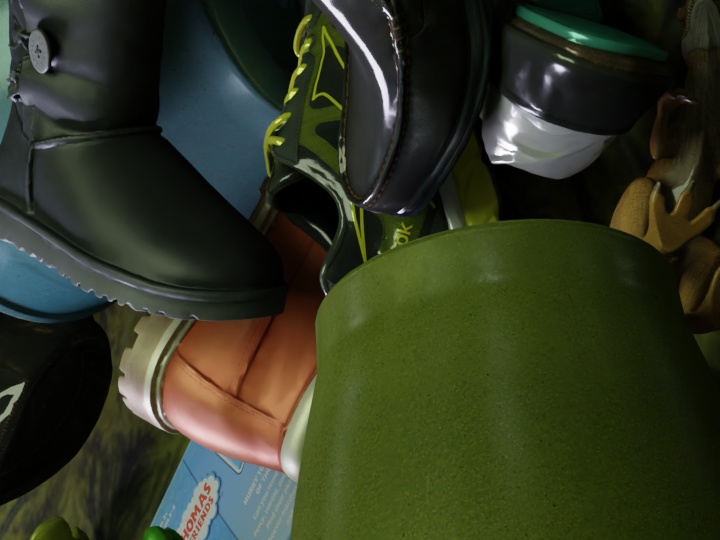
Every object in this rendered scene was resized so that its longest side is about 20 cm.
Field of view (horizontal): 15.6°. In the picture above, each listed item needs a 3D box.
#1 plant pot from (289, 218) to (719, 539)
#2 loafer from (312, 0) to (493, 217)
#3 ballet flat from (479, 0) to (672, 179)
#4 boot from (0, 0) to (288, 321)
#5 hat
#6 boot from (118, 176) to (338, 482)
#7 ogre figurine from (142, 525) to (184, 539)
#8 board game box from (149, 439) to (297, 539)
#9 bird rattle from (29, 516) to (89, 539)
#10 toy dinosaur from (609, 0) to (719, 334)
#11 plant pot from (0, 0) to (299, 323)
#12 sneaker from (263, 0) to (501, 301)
[{"bbox_3d":[0.058,0.094,0.889,0.200,0.200,0.194,-34,53,44],"label":"plant pot"},{"bbox_3d":[0.008,-0.108,0.937,0.073,0.072,0.201,-130,40,-49],"label":"loafer"},{"bbox_3d":[0.074,-0.074,0.994,0.200,0.068,0.069,-102,28,-73],"label":"ballet flat"},{"bbox_3d":[-0.085,-0.095,1.033,0.164,0.065,0.201,20,109,37],"label":"boot"},{"bbox_3d":[-0.177,0.063,1.272,0.081,0.200,0.201,42,116,22],"label":"hat"},{"bbox_3d":[0.000,0.000,1.091,0.107,0.075,0.200,25,71,35],"label":"boot"},{"bbox_3d":[-0.071,0.209,0.953,0.119,0.098,0.201,21,65,23],"label":"ogre figurine"},{"bbox_3d":[-0.014,0.109,1.125,0.200,0.036,0.152,47,118,48],"label":"board game box"},{"bbox_3d":[-0.214,0.198,1.283,0.200,0.163,0.113,-49,25,20],"label":"bird rattle"},{"bbox_3d":[0.109,-0.004,0.990,0.201,0.060,0.106,-64,15,6],"label":"toy dinosaur"},{"bbox_3d":[-0.095,-0.099,1.186,0.187,0.200,0.201,-21,62,35],"label":"plant pot"},{"bbox_3d":[-0.005,-0.065,1.046,0.075,0.084,0.201,93,158,-60],"label":"sneaker"}]
